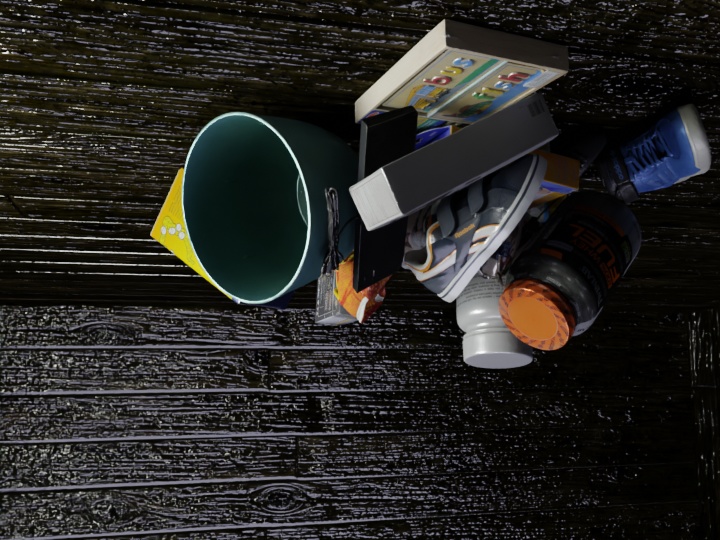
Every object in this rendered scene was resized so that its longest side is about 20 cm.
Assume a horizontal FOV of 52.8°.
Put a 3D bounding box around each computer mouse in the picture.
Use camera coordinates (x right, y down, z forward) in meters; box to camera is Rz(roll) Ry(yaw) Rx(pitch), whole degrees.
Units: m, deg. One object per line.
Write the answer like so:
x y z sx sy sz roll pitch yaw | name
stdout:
0.237 -0.097 0.916 0.034 0.201 0.059 36 -151 5 | computer mouse

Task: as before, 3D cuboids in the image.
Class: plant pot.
-0.080 -0.080 0.833 0.198 0.204 0.160 -8 -174 39 | plant pot

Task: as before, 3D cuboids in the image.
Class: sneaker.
0.119 -0.055 0.793 0.079 0.201 0.079 31 -149 -5 | sneaker
0.000 0.000 0.905 0.073 0.077 0.201 -43 169 -30 | sneaker
0.336 -0.130 0.855 0.110 0.078 0.200 -17 174 13 | sneaker

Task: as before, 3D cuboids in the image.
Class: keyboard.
0.005 -0.063 0.752 0.126 0.203 0.020 -27 -135 -35 | keyboard

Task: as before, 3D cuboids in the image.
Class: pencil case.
0.097 -0.047 0.902 0.197 0.091 0.078 14 156 20 | pencil case

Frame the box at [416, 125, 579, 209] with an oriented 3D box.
0.141 -0.116 0.850 0.197 0.042 0.119 8 167 -21 | box

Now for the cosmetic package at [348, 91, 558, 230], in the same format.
0.092 -0.105 0.706 0.198 0.051 0.082 -28 -174 -23 | cosmetic package

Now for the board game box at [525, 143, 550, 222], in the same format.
0.186 -0.116 0.973 0.132 0.035 0.200 -3 159 12 | board game box

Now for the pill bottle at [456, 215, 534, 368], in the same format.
0.190 0.027 1.016 0.111 0.203 0.114 2 160 1 | pill bottle

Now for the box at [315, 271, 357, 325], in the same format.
-0.028 -0.019 1.176 0.047 0.204 0.158 6 169 -17 | box

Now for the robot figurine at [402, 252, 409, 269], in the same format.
0.043 -0.071 1.037 0.197 0.171 0.114 20 127 -13 | robot figurine

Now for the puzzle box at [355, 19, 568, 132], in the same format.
0.090 -0.180 0.714 0.131 0.026 0.200 4 171 -22 | puzzle box

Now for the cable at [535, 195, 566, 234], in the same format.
0.263 -0.041 1.074 0.050 0.202 0.097 33 141 -13 | cable

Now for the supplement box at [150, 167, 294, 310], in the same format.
-0.179 -0.043 1.016 0.199 0.111 0.108 33 -170 30 | supplement box

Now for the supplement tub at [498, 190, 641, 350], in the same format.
0.265 -0.001 0.923 0.122 0.123 0.200 -12 -152 53 | supplement tub
